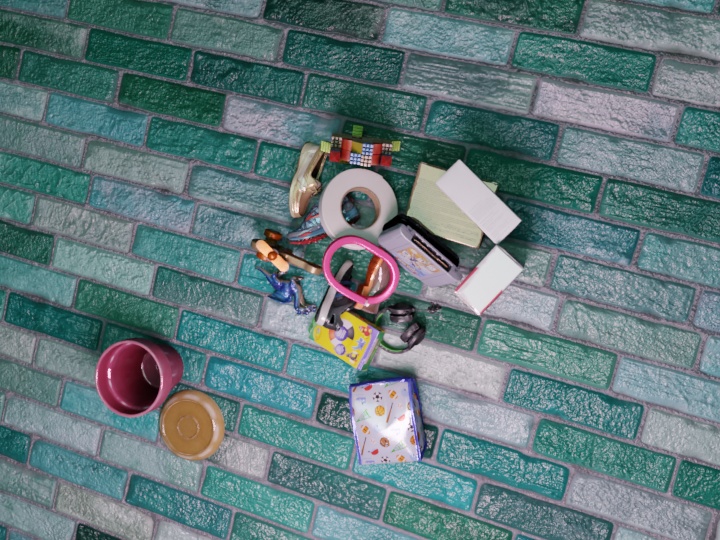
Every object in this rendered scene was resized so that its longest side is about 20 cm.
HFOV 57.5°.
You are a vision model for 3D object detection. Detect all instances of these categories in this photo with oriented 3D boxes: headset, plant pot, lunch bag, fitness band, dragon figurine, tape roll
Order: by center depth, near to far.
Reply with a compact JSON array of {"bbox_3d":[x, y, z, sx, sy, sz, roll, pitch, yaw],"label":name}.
[{"bbox_3d":[0.000,0.000,1.601,0.200,0.037,0.144,31,94,-15],"label":"fitness band"},{"bbox_3d":[-0.004,-0.153,1.634,0.202,0.037,0.203,1,87,-17],"label":"tape roll"},{"bbox_3d":[0.114,0.135,1.637,0.200,0.094,0.124,-30,86,24],"label":"headset"},{"bbox_3d":[0.068,0.368,1.644,0.170,0.124,0.201,-10,98,14],"label":"lunch bag"},{"bbox_3d":[-0.206,0.054,1.726,0.199,0.059,0.100,17,95,11],"label":"dragon figurine"},{"bbox_3d":[-0.574,0.275,1.758,0.199,0.179,0.201,0,92,13],"label":"plant pot"},{"bbox_3d":[-0.474,0.433,1.820,0.199,0.027,0.201,1,93,12],"label":"plant pot"}]

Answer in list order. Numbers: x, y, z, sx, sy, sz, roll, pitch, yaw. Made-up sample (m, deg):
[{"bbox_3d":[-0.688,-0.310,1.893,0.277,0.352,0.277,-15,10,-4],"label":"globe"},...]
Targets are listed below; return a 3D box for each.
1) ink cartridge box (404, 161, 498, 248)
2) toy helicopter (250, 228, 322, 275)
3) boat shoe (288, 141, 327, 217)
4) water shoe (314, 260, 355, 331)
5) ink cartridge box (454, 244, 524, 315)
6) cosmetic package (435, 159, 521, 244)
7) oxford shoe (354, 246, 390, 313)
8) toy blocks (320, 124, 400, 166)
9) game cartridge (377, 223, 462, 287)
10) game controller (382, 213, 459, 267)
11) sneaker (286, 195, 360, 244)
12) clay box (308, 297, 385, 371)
[{"bbox_3d":[0.221,-0.158,1.611,0.199,0.075,0.165,18,95,12],"label":"ink cartridge box"},{"bbox_3d":[-0.191,-0.037,1.681,0.200,0.132,0.079,24,99,10],"label":"toy helicopter"},{"bbox_3d":[-0.133,-0.230,1.690,0.066,0.074,0.201,15,95,17],"label":"boat shoe"},{"bbox_3d":[-0.049,0.067,1.656,0.079,0.072,0.200,29,58,-6],"label":"water shoe"},{"bbox_3d":[0.305,0.020,1.534,0.086,0.200,0.148,42,100,9],"label":"ink cartridge box"},{"bbox_3d":[0.271,-0.155,1.506,0.200,0.113,0.081,45,99,9],"label":"cosmetic package"},{"bbox_3d":[0.053,0.015,1.671,0.073,0.071,0.200,24,98,-13],"label":"oxford shoe"},{"bbox_3d":[0.001,-0.293,1.602,0.199,0.137,0.100,7,110,-4],"label":"toy blocks"},{"bbox_3d":[0.139,-0.031,1.588,0.200,0.133,0.042,39,63,-15],"label":"game cartridge"},{"bbox_3d":[0.147,-0.062,1.600,0.200,0.042,0.104,37,142,-13],"label":"game controller"},{"bbox_3d":[-0.105,-0.133,1.694,0.200,0.079,0.096,-23,81,3],"label":"sneaker"},{"bbox_3d":[-0.047,0.158,1.680,0.200,0.048,0.115,28,98,23],"label":"clay box"}]
